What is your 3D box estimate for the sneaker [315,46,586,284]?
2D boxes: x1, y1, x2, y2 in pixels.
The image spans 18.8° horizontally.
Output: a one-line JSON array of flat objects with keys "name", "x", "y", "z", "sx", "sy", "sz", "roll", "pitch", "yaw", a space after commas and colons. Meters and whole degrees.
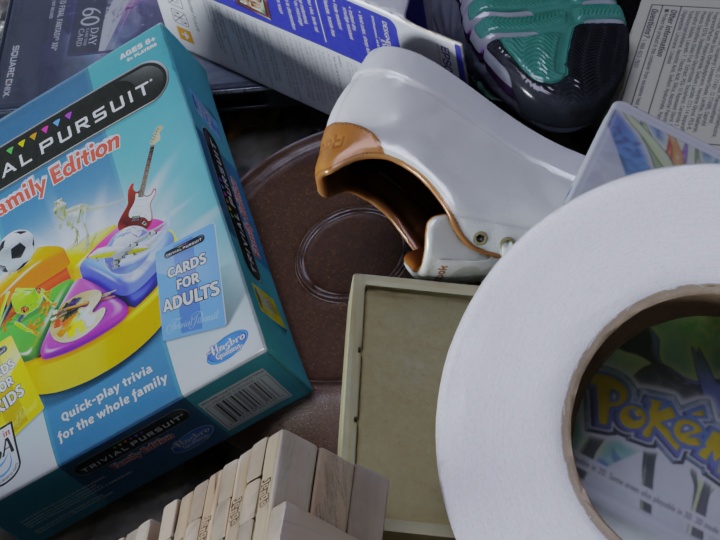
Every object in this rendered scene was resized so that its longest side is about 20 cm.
[{"name": "sneaker", "x": 0.069, "y": -0.011, "z": 0.934, "sx": 0.199, "sy": 0.073, "sz": 0.085, "roll": 29, "pitch": 62, "yaw": 4}]

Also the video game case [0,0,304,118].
[{"name": "video game case", "x": -0.087, "y": -0.138, "z": 1.120, "sx": 0.198, "sy": 0.019, "sz": 0.144, "roll": -5, "pitch": 52, "yaw": 11}]

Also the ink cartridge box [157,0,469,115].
[{"name": "ink cartridge box", "x": -0.019, "y": -0.115, "z": 1.013, "sx": 0.199, "sy": 0.095, "sz": 0.037, "roll": 29, "pitch": 62, "yaw": 30}]

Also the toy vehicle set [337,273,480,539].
[{"name": "toy vehicle set", "x": 0.090, "y": 0.068, "z": 0.881, "sx": 0.198, "sy": 0.027, "sz": 0.125, "roll": 6, "pitch": 52, "yaw": -2}]

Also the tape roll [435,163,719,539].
[{"name": "tape roll", "x": 0.127, "y": 0.061, "z": 0.783, "sx": 0.201, "sy": 0.037, "sz": 0.205, "roll": -2, "pitch": 74, "yaw": 6}]

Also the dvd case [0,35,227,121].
[{"name": "dvd case", "x": -0.129, "y": -0.103, "z": 1.133, "sx": 0.145, "sy": 0.022, "sz": 0.201, "roll": 12, "pitch": 58, "yaw": 25}]

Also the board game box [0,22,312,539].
[{"name": "board game box", "x": -0.121, "y": 0.003, "z": 0.997, "sx": 0.150, "sy": 0.047, "sz": 0.201, "roll": -29, "pitch": 53, "yaw": 11}]

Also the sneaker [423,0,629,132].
[{"name": "sneaker", "x": 0.072, "y": -0.106, "z": 1.020, "sx": 0.074, "sy": 0.088, "sz": 0.201, "roll": -2, "pitch": 38, "yaw": -12}]

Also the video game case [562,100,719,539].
[{"name": "video game case", "x": 0.158, "y": 0.042, "z": 0.863, "sx": 0.199, "sy": 0.022, "sz": 0.183, "roll": 26, "pitch": 57, "yaw": 3}]

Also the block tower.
[{"name": "block tower", "x": -0.065, "y": 0.128, "z": 0.841, "sx": 0.200, "sy": 0.054, "sz": 0.058, "roll": -34, "pitch": 37, "yaw": 42}]

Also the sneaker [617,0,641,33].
[{"name": "sneaker", "x": 0.152, "y": -0.184, "z": 1.073, "sx": 0.115, "sy": 0.076, "sz": 0.200, "roll": -34, "pitch": 61, "yaw": -26}]

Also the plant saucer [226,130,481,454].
[{"name": "plant saucer", "x": 0.000, "y": 0.000, "z": 1.004, "sx": 0.198, "sy": 0.032, "sz": 0.201, "roll": -10, "pitch": 50, "yaw": 12}]

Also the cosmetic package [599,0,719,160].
[{"name": "cosmetic package", "x": 0.213, "y": -0.060, "z": 0.955, "sx": 0.198, "sy": 0.073, "sz": 0.104, "roll": 8, "pitch": 55, "yaw": 22}]
